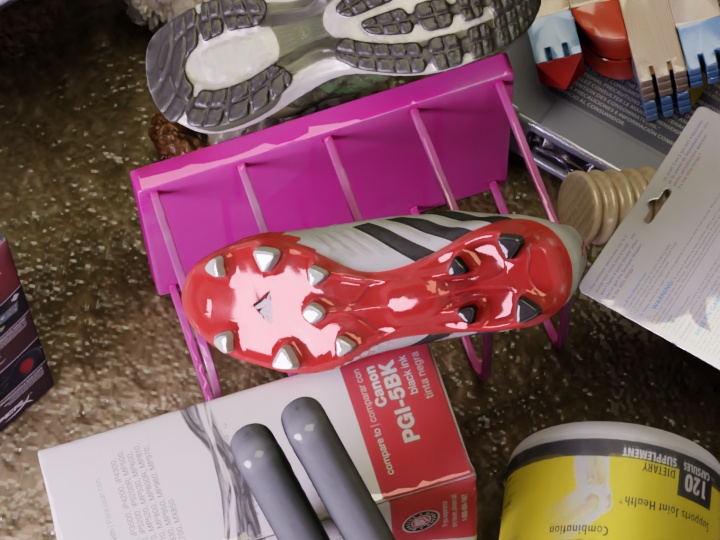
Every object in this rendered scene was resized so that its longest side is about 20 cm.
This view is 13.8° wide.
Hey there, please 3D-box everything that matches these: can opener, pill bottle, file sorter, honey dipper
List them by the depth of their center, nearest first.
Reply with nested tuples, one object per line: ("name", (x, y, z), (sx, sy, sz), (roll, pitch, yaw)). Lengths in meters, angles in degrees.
("can opener", (0.004, 0.149, 1.369), (0.052, 0.201, 0.067), (-27, 25, -1))
("pill bottle", (0.117, 0.184, 1.442), (0.111, 0.112, 0.201), (5, 65, 5))
("honey dipper", (0.192, -0.038, 1.506), (0.199, 0.038, 0.038), (-6, 62, -29))
("file sorter", (0.000, 0.000, 1.521), (0.199, 0.139, 0.126), (-18, 68, -6))

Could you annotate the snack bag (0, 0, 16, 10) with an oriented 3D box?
("snack bag", (-0.202, -0.144, 1.574), (0.188, 0.200, 0.021), (-33, 97, -15))

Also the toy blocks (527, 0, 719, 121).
("toy blocks", (0.160, -0.146, 1.564), (0.199, 0.100, 0.137), (-14, 69, 4))

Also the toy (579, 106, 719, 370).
("toy", (0.220, 0.018, 1.432), (0.199, 0.047, 0.115), (29, 73, 22))

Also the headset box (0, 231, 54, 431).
("headset box", (-0.239, -0.007, 1.498), (0.075, 0.200, 0.149), (-41, 69, -16))

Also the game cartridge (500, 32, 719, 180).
("game cartridge", (0.174, -0.083, 1.597), (0.199, 0.041, 0.133), (30, 63, 15))

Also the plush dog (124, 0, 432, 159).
("plush dog", (-0.033, -0.124, 1.590), (0.199, 0.160, 0.173), (-9, 91, 0))

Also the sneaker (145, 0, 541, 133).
("sneaker", (-0.006, -0.119, 1.496), (0.199, 0.089, 0.077), (-13, 83, 8))

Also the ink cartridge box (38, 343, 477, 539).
("ink cartridge box", (-0.048, 0.122, 1.458), (0.199, 0.147, 0.083), (-16, 64, -6))

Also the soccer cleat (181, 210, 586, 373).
("soccer cleat", (0.013, 0.006, 1.414), (0.199, 0.085, 0.069), (-8, 96, 21))
